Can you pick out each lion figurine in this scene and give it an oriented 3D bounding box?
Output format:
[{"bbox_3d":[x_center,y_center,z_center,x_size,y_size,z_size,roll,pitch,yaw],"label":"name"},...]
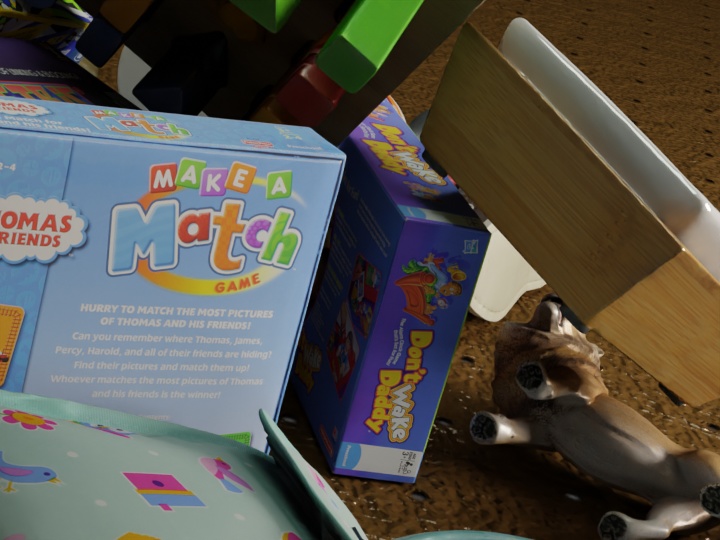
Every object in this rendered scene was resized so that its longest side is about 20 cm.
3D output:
[{"bbox_3d":[0.134,0.090,0.907,0.200,0.073,0.122,43,17,25],"label":"lion figurine"}]

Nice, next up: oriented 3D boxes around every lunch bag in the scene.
[{"bbox_3d":[-0.045,0.126,0.584,0.199,0.123,0.170,13,17,-32],"label":"lunch bag"}]

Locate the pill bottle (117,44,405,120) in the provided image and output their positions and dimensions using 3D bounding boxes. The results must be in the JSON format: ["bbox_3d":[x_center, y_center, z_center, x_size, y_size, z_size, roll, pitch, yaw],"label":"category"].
[{"bbox_3d":[-0.056,-0.090,1.060,0.113,0.113,0.200,27,1,28],"label":"pill bottle"}]

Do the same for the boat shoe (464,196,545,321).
[{"bbox_3d":[0.079,-0.016,1.124,0.059,0.072,0.200,16,15,19],"label":"boat shoe"}]

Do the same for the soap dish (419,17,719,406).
[{"bbox_3d":[0.121,-0.020,0.854,0.158,0.081,0.200,50,9,31],"label":"soap dish"}]

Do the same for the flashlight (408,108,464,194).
[{"bbox_3d":[0.005,-0.091,1.266,0.199,0.068,0.068,3,24,-33],"label":"flashlight"}]

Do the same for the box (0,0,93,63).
[{"bbox_3d":[-0.202,-0.121,0.866,0.064,0.070,0.200,46,13,8],"label":"box"}]

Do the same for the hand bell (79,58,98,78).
[{"bbox_3d":[-0.172,-0.073,0.992,0.104,0.104,0.201,6,59,-25],"label":"hand bell"}]

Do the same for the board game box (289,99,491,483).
[{"bbox_3d":[0.000,0.000,0.923,0.045,0.135,0.200,9,21,-19],"label":"board game box"}]

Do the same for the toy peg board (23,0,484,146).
[{"bbox_3d":[-0.071,-0.131,0.821,0.200,0.199,0.098,41,48,-8],"label":"toy peg board"}]

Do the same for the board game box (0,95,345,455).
[{"bbox_3d":[-0.099,0.040,0.646,0.151,0.201,0.037,3,23,-31],"label":"board game box"}]

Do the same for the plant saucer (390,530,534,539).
[{"bbox_3d":[0.073,0.158,0.721,0.199,0.028,0.200,14,19,-5],"label":"plant saucer"}]

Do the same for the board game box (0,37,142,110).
[{"bbox_3d":[-0.133,-0.039,0.780,0.165,0.057,0.200,36,14,11],"label":"board game box"}]
